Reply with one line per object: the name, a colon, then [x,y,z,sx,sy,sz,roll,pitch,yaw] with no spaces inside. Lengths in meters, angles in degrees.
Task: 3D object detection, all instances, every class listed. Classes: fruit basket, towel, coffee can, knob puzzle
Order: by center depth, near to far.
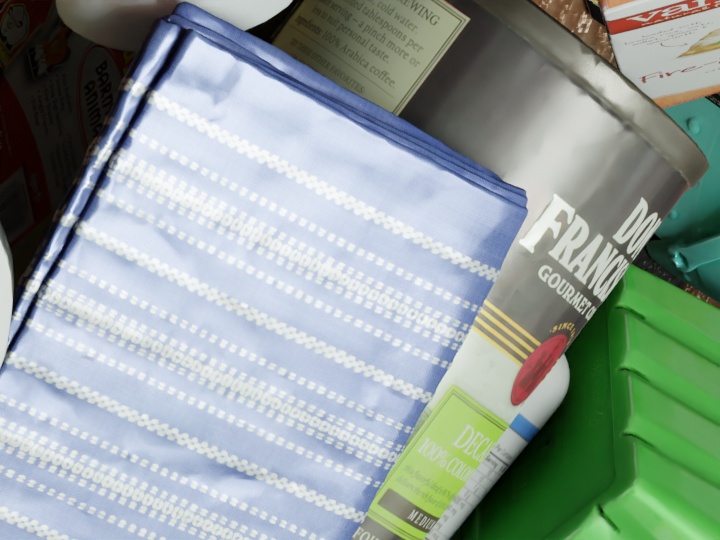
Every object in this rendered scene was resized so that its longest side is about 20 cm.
towel: [-0.049,0.034,0.897,0.144,0.024,0.201,26,97,-30]
knob puzzle: [-0.091,-0.095,0.960,0.219,0.030,0.221,-38,141,-39]
coffee can: [0.000,0.000,0.999,0.200,0.146,0.146,-53,142,1]
fruit basket: [0.146,0.116,1.163,0.155,0.216,0.215,-40,147,23]

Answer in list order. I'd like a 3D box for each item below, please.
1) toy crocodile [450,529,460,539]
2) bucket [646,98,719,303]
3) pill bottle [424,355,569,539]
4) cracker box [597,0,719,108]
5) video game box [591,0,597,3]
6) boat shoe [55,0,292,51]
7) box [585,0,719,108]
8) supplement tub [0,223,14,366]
toy crocodile: [0.036,0.138,1.222,0.068,0.062,0.200,-53,171,-1]
bucket: [0.232,-0.046,1.252,0.206,0.135,0.208,-26,136,-28]
pill bottle: [0.008,0.046,1.123,0.200,0.112,0.112,-51,143,0]
cracker box: [0.138,-0.106,0.940,0.133,0.058,0.200,-16,171,7]
video game box: [0.136,-0.149,1.015,0.181,0.047,0.200,-20,172,16]
boat shoe: [-0.025,-0.145,0.923,0.202,0.074,0.087,-40,143,-42]
box: [0.186,-0.093,1.113,0.110,0.200,0.035,-39,141,-13]
supplement tub: [-0.190,-0.025,0.790,0.122,0.200,0.123,-26,136,-28]
